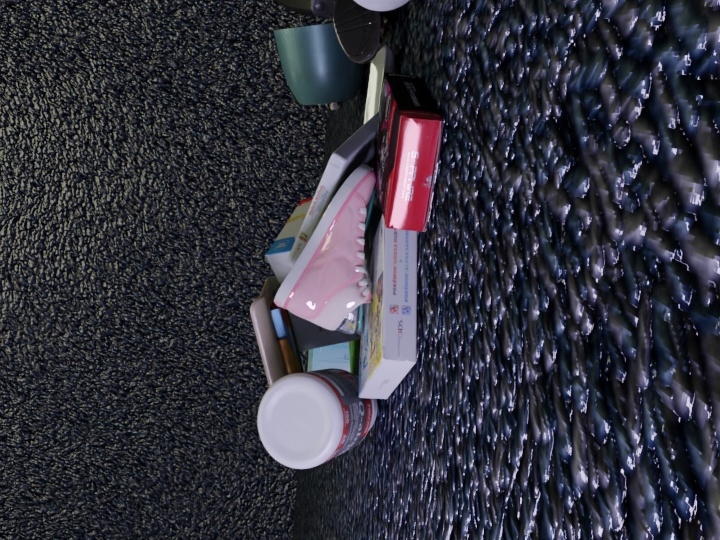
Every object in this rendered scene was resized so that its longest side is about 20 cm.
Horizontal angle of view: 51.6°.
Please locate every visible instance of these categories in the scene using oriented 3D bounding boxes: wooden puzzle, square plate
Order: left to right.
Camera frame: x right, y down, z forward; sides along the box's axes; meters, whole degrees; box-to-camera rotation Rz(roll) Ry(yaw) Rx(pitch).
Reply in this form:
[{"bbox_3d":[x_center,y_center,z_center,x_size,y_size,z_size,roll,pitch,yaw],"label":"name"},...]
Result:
[{"bbox_3d":[-0.114,0.112,1.118,0.200,0.037,0.188,-82,-20,-80],"label":"wooden puzzle"},{"bbox_3d":[0.029,-0.248,1.199,0.198,0.028,0.203,-122,37,-78],"label":"square plate"}]

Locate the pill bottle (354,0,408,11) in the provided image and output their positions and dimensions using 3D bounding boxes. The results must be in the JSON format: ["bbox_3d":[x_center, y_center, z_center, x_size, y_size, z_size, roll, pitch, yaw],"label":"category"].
[{"bbox_3d":[0.024,-0.435,0.993,0.201,0.111,0.114,-93,10,-50],"label":"pill bottle"}]

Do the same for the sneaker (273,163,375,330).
[{"bbox_3d":[-0.012,-0.021,0.900,0.202,0.104,0.075,-59,-4,-1],"label":"sneaker"}]

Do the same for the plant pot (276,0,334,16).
[{"bbox_3d":[-0.034,-0.535,1.291,0.178,0.197,0.202,-113,26,-52],"label":"plant pot"}]

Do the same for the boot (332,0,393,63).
[{"bbox_3d":[0.007,-0.391,1.145,0.150,0.072,0.203,26,-133,-69],"label":"boot"}]

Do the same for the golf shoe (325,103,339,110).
[{"bbox_3d":[-0.096,-0.544,2.305,0.200,0.076,0.090,-109,17,-75],"label":"golf shoe"}]

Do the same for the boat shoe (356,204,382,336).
[{"bbox_3d":[0.000,0.000,1.093,0.067,0.072,0.203,92,-176,-60],"label":"boat shoe"}]

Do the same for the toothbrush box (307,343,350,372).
[{"bbox_3d":[-0.060,0.174,1.474,0.146,0.084,0.203,148,126,-81],"label":"toothbrush box"}]

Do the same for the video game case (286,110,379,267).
[{"bbox_3d":[-0.022,-0.118,1.002,0.200,0.023,0.183,-53,-8,-52],"label":"video game case"}]

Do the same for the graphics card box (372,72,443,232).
[{"bbox_3d":[0.050,-0.143,0.856,0.201,0.050,0.127,-95,10,-62],"label":"graphics card box"}]

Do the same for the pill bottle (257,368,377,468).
[{"bbox_3d":[-0.048,0.191,0.998,0.200,0.114,0.118,13,-99,-72],"label":"pill bottle"}]

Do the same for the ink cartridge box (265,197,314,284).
[{"bbox_3d":[-0.056,-0.064,1.186,0.068,0.115,0.201,65,-150,-30],"label":"ink cartridge box"}]

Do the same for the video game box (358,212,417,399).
[{"bbox_3d":[0.032,0.048,0.916,0.200,0.046,0.185,110,166,-68],"label":"video game box"}]

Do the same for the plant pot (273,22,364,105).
[{"bbox_3d":[-0.081,-0.449,1.616,0.201,0.197,0.163,-106,10,-72],"label":"plant pot"}]

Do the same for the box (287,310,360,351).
[{"bbox_3d":[-0.056,0.022,1.233,0.201,0.122,0.098,-99,-2,-53],"label":"box"}]

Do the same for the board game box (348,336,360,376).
[{"bbox_3d":[-0.002,0.127,1.245,0.201,0.029,0.097,-99,15,-52],"label":"board game box"}]

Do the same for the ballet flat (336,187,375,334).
[{"bbox_3d":[-0.022,-0.022,0.967,0.072,0.071,0.204,136,141,-80],"label":"ballet flat"}]
